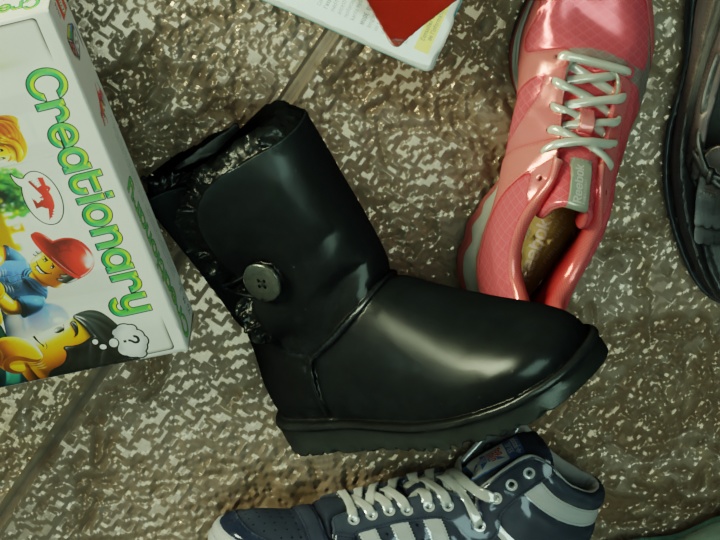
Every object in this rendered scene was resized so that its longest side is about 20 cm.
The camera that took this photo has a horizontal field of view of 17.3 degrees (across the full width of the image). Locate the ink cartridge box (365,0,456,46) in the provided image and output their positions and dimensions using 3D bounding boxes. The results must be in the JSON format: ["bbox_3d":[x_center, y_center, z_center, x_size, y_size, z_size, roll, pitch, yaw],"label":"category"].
[{"bbox_3d":[0.057,-0.222,1.079,0.200,0.050,0.162,-39,108,-28],"label":"ink cartridge box"}]

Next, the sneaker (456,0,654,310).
[{"bbox_3d":[0.106,-0.059,1.150,0.074,0.087,0.200,11,103,-12],"label":"sneaker"}]

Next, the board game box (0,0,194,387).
[{"bbox_3d":[-0.168,-0.034,1.098,0.126,0.035,0.200,-12,127,10],"label":"board game box"}]

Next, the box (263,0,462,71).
[{"bbox_3d":[-0.042,-0.172,1.119,0.200,0.049,0.082,23,99,-13],"label":"box"}]

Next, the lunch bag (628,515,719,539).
[{"bbox_3d":[0.202,0.246,1.199,0.122,0.170,0.200,-17,107,0],"label":"lunch bag"}]

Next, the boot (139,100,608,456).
[{"bbox_3d":[0.000,0.000,1.114,0.076,0.200,0.168,-47,115,-41],"label":"boot"}]

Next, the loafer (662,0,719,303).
[{"bbox_3d":[0.191,-0.073,1.170,0.072,0.063,0.200,-3,105,-7],"label":"loafer"}]

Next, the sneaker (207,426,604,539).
[{"bbox_3d":[0.029,0.121,1.193,0.200,0.070,0.109,14,107,-18],"label":"sneaker"}]
